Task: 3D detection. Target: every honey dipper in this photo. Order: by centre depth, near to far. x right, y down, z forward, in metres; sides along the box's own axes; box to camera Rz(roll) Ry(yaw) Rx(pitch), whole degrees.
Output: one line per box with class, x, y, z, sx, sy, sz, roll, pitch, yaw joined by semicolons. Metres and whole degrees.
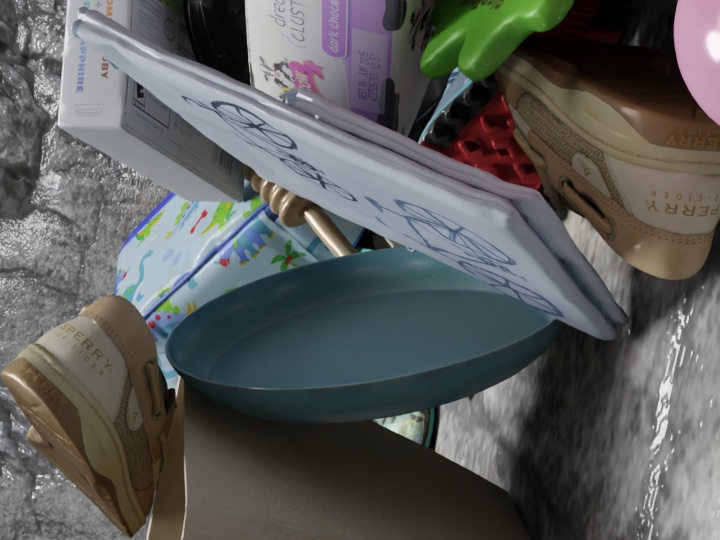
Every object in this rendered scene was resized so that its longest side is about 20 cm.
honey dipper;0.000;0.000;0.931;0.200;0.038;0.038;50;144;22

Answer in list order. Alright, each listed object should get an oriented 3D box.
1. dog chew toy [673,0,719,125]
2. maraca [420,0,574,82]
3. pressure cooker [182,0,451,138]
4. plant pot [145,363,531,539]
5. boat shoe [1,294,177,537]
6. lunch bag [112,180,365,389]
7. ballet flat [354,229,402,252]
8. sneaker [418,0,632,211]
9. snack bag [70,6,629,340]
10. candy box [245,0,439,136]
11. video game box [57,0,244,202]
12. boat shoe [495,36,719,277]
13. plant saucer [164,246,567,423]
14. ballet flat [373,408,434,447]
dog chew toy;0.133;-0.122;0.409;0.125;0.123;0.202;-103;17;-63
maraca;0.090;-0.154;0.593;0.201;0.107;0.137;-55;15;-4
pressure cooker;0.001;-0.160;0.909;0.180;0.175;0.200;66;-164;-8
plant pot;-0.016;0.177;0.731;0.200;0.175;0.202;-112;34;-73
boat shoe;-0.113;0.071;0.728;0.065;0.071;0.200;-46;-10;-18
lunch bag;-0.087;-0.024;1.078;0.200;0.082;0.161;-41;26;20
ballet flat;0.013;-0.021;1.072;0.200;0.067;0.071;-120;47;-65
sneaker;0.085;-0.105;0.780;0.096;0.079;0.201;-78;11;-61
snack bag;0.003;-0.036;0.622;0.022;0.199;0.188;-63;-25;-4
candy box;0.017;-0.169;0.680;0.168;0.071;0.201;93;-163;-63
video game box;-0.112;-0.149;0.919;0.200;0.046;0.184;34;-120;-73
boat shoe;0.093;-0.053;0.628;0.200;0.070;0.065;-110;24;-71
plant saucer;0.008;0.029;0.739;0.200;0.198;0.028;-119;18;-73
ballet flat;-0.009;0.147;1.019;0.075;0.073;0.201;-92;16;-46
